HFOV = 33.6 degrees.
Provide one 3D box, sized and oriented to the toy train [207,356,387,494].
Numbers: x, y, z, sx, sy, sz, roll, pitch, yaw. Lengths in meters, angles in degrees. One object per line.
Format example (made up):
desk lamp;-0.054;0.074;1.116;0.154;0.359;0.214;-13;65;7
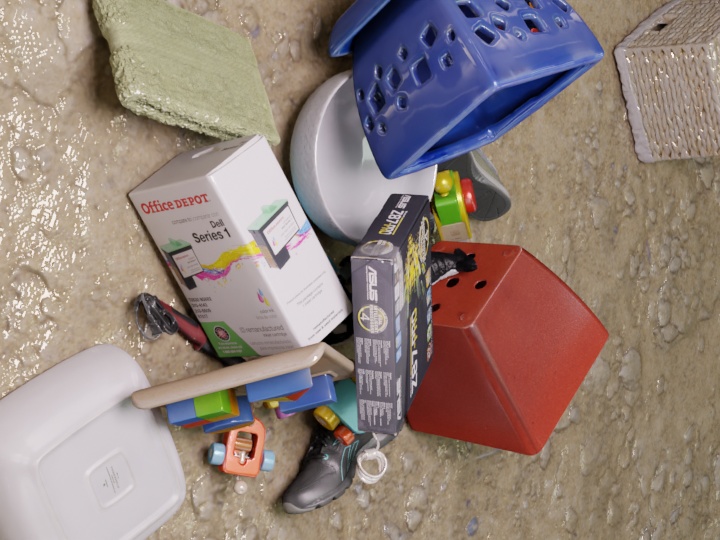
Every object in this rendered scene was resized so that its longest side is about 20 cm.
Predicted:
toy train;-0.069;0.170;1.299;0.199;0.056;0.151;8;82;-23

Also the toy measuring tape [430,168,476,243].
toy measuring tape;0.113;-0.068;1.474;0.074;0.073;0.200;-63;155;-21

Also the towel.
towel;-0.166;-0.194;1.164;0.200;0.036;0.149;11;51;-47

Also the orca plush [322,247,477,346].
orca plush;0.034;0.017;1.348;0.071;0.199;0.105;69;5;-53

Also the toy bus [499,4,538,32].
toy bus;0.155;-0.287;1.419;0.135;0.192;0.201;5;88;-44

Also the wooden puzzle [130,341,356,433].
wooden puzzle;-0.100;0.119;1.148;0.200;0.185;0.046;37;38;-77

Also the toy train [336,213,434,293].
toy train;0.000;0.000;1.302;0.200;0.034;0.046;-36;154;-11

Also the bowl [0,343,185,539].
bowl;-0.254;0.192;1.124;0.200;0.074;0.201;-34;118;-38

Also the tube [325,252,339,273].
tube;-0.092;-0.050;1.291;0.200;0.050;0.078;53;35;-30

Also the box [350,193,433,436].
box;0.034;0.042;1.226;0.161;0.049;0.201;-54;146;-59

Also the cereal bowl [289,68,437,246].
cereal bowl;-0.007;-0.126;1.342;0.200;0.083;0.201;-4;96;-46

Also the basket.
basket;0.514;-0.289;1.810;0.198;0.161;0.201;-40;122;-37

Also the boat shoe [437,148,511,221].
boat shoe;0.119;-0.137;1.487;0.202;0.074;0.065;36;33;-39

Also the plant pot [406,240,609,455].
plant pot;0.145;0.075;1.427;0.200;0.200;0.176;-53;129;-29

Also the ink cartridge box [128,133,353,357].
ink cartridge box;-0.118;-0.020;1.173;0.084;0.145;0.200;-41;113;-37

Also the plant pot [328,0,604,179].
plant pot;0.098;-0.233;1.247;0.200;0.200;0.180;-24;82;-42

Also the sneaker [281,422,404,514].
sneaker;-0.032;0.200;1.365;0.200;0.075;0.079;-42;108;-42

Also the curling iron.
curling iron;-0.167;0.076;1.230;0.200;0.025;0.050;40;34;-50
